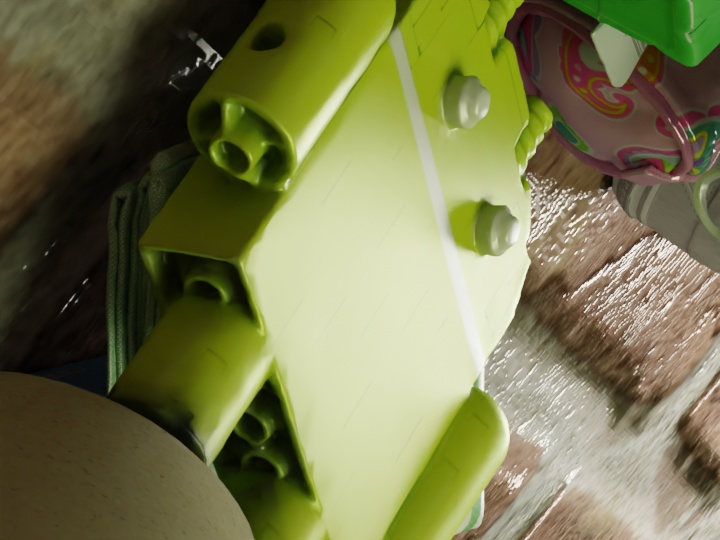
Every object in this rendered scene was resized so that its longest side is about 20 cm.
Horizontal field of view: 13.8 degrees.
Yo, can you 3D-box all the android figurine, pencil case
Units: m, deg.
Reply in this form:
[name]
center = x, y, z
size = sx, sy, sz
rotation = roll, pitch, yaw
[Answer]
[android figurine]
center = 0.000, 0.000, 0.791
size = 0.200, 0.041, 0.183
rotation = -54, 142, -39
[pencil case]
center = 0.134, -0.116, 0.939
size = 0.200, 0.087, 0.088
rotation = -45, 161, -18

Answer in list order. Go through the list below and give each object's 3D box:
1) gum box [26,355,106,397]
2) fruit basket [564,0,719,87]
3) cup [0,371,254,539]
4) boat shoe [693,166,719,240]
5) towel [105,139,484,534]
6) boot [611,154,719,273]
[gum box]
center = -0.069, 0.121, 0.874
size = 0.170, 0.044, 0.201
rotation = -13, 121, -63
[fruit basket]
center = 0.104, -0.167, 0.805
size = 0.201, 0.093, 0.185
rotation = -65, 166, -13
[cup]
center = -0.092, 0.109, 0.686
size = 0.201, 0.199, 0.144
rotation = 107, 5, -49
[boat shoe]
center = 0.138, -0.037, 0.874
size = 0.086, 0.075, 0.202
rotation = -45, 172, -7
[towel]
center = -0.012, 0.029, 0.840
size = 0.200, 0.023, 0.154
rotation = -22, 117, -61
[boot]
center = 0.194, -0.070, 1.160
size = 0.200, 0.095, 0.074
rotation = -47, 162, -15
